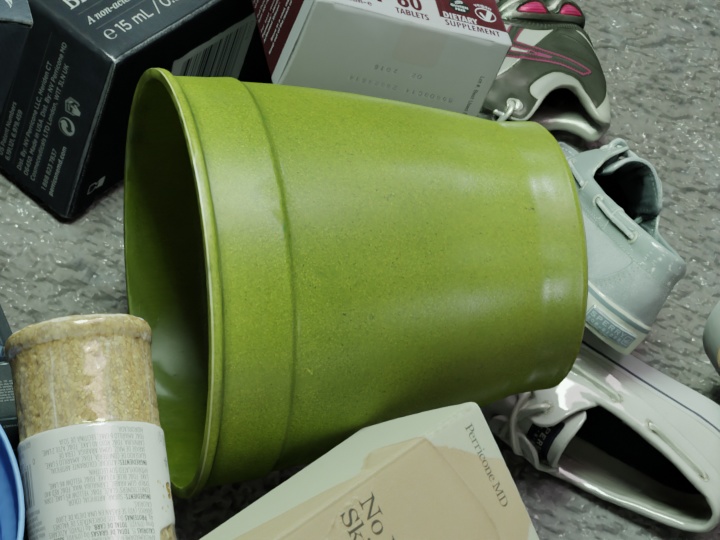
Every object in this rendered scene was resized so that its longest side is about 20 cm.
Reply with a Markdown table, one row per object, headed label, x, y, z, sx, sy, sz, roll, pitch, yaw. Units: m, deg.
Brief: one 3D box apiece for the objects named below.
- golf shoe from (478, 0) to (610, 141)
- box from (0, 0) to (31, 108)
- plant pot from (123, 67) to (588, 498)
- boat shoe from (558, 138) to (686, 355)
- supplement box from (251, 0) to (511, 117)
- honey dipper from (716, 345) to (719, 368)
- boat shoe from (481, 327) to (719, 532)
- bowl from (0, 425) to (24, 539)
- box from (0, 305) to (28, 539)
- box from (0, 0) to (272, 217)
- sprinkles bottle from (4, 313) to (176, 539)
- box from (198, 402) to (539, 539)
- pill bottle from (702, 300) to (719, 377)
| label | x | y | z | sx | sy | sz | roll | pitch | yaw |
| --- | --- | --- | --- | --- | --- | --- | --- | --- | --- |
| golf shoe | 0.056 | -0.110 | 1.577 | 0.199 | 0.077 | 0.088 | -8 | 58 | -30 |
| box | -0.219 | -0.101 | 1.338 | 0.051 | 0.200 | 0.158 | 2 | 47 | -25 |
| plant pot | 0.000 | 0.000 | 1.322 | 0.192 | 0.201 | 0.201 | -4 | 48 | -15 |
| boat shoe | 0.131 | -0.027 | 1.460 | 0.070 | 0.072 | 0.201 | 37 | 16 | -21 |
| supplement box | 0.000 | -0.159 | 1.420 | 0.108 | 0.061 | 0.200 | 11 | 34 | -21 |
| honey dipper | 0.195 | 0.124 | 1.379 | 0.038 | 0.038 | 0.201 | 9 | 63 | -15 |
| boat shoe | 0.101 | 0.072 | 1.418 | 0.199 | 0.072 | 0.066 | 31 | 37 | -4 |
| bowl | -0.243 | 0.103 | 1.178 | 0.200 | 0.039 | 0.201 | 12 | 46 | -12 |
| box | -0.241 | 0.082 | 1.264 | 0.199 | 0.051 | 0.158 | -7 | 51 | -29 |
| box | -0.156 | -0.163 | 1.503 | 0.200 | 0.118 | 0.197 | 37 | 44 | 16 |
| sprinkles bottle | -0.112 | 0.122 | 1.212 | 0.068 | 0.068 | 0.201 | -2 | 74 | -25 |
| box | -0.016 | 0.141 | 1.183 | 0.200 | 0.078 | 0.095 | -33 | 101 | -44 |
| pill bottle | 0.265 | 0.089 | 1.433 | 0.116 | 0.117 | 0.200 | -8 | 51 | -30 |
